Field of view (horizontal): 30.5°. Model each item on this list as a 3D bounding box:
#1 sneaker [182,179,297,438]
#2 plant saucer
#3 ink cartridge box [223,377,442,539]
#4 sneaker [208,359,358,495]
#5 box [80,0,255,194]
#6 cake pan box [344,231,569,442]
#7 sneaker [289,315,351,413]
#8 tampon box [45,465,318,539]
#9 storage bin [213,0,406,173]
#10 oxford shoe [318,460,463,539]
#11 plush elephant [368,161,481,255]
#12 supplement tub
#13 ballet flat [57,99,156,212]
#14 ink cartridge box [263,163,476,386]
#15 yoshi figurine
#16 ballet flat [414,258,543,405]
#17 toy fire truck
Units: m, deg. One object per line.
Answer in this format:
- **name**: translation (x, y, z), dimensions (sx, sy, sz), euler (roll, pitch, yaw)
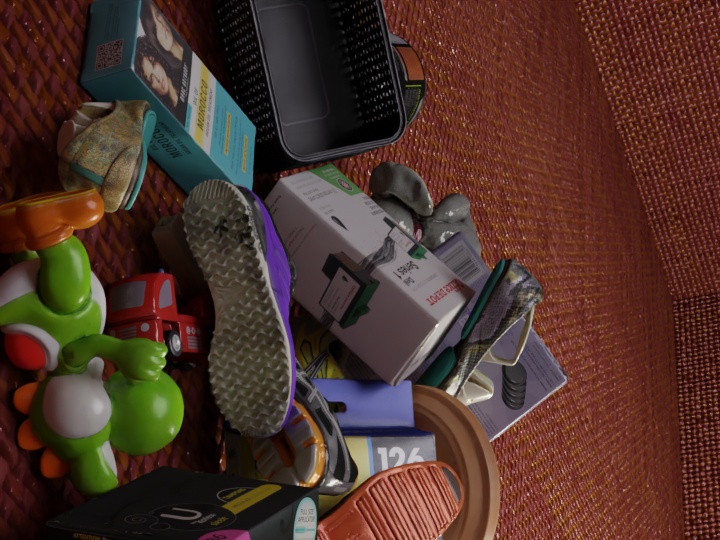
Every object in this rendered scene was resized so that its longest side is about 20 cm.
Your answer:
- **sneaker**: translation (-0.079, 0.028, 1.049), dimensions (0.099, 0.069, 0.203), euler (-3, 83, -71)
- **plant saucer**: translation (0.041, 0.208, 1.236), dimensions (0.032, 0.199, 0.203), euler (11, 68, -48)
- **ink cartridge box**: translation (-0.021, 0.190, 1.143), dimensions (0.195, 0.047, 0.203), euler (3, 76, -28)
- **sneaker**: translation (-0.064, 0.114, 1.094), dimensions (0.077, 0.078, 0.201), euler (29, 23, -42)
- **box**: translation (-0.155, -0.137, 1.100), dimensions (0.200, 0.048, 0.083), euler (50, 35, -53)
- **cake pan box**: translation (0.082, 0.088, 1.350), dimensions (0.201, 0.183, 0.052), euler (52, -10, 1)
- **sneaker**: translation (-0.049, 0.121, 1.208), dimensions (0.076, 0.075, 0.202), euler (58, 30, -46)
- **tampon box**: translation (-0.111, 0.247, 0.851), dimensions (0.150, 0.124, 0.203), euler (-17, 109, -68)
- **storage bin**: translation (-0.049, -0.205, 1.258), dimensions (0.134, 0.093, 0.203), euler (-13, 93, -25)
- **oxford shoe**: translation (-0.003, 0.213, 1.078), dimensions (0.198, 0.073, 0.072), euler (-22, 83, -30)
- **plush elephant**: translation (0.046, -0.033, 1.466), dimensions (0.154, 0.166, 0.200), euler (31, 1, -16)
- **supplement tub**: translation (-0.001, -0.201, 1.433), dimensions (0.200, 0.121, 0.124), euler (-21, 98, -69)
- **ballet flat**: translation (-0.185, -0.092, 0.955), dimensions (0.200, 0.070, 0.072), euler (-111, -177, -73)
- **ink cartridge box**: translation (0.000, 0.000, 1.249), dimensions (0.199, 0.085, 0.146), euler (41, 20, 7)
- **yoshi figurine**: translation (-0.175, 0.046, 0.882), dimensions (0.112, 0.110, 0.203), euler (-40, 120, -74)
- **ballet flat**: translation (0.111, 0.085, 1.270), dimensions (0.071, 0.202, 0.072), euler (30, 17, -10)
- **toy fire truck**: translation (-0.139, 0.007, 1.068), dimensions (0.200, 0.048, 0.143), euler (16, 64, -66)
